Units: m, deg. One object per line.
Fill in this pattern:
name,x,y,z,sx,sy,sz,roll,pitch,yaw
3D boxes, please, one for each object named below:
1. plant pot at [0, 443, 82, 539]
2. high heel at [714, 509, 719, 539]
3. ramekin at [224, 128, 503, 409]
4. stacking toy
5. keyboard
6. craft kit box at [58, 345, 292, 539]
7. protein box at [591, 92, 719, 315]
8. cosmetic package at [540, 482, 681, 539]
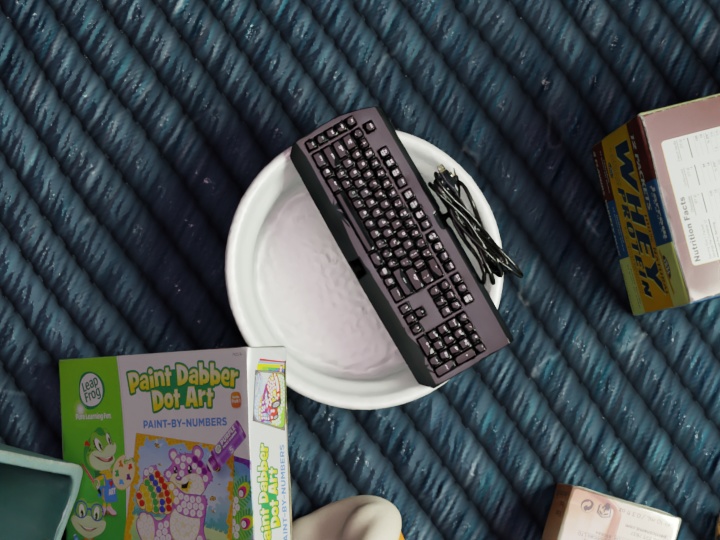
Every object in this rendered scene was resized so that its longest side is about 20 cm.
plant pot,-0.347,0.188,1.544,0.199,0.196,0.197,19,87,21
high heel,0.367,0.198,1.645,0.199,0.071,0.143,-31,95,4
ramekin,0.000,0.000,1.622,0.199,0.098,0.202,0,87,-4
stacking toy,0.013,0.277,1.612,0.146,0.146,0.200,-38,109,-5
keyboard,0.040,-0.026,1.558,0.104,0.040,0.201,-31,90,-4
craft kit box,-0.131,0.156,1.569,0.048,0.199,0.199,5,82,-48
protein box,0.291,-0.059,1.594,0.199,0.199,0.136,-14,88,-4
cosmetic package,0.160,0.262,1.616,0.087,0.103,0.201,16,84,-1
